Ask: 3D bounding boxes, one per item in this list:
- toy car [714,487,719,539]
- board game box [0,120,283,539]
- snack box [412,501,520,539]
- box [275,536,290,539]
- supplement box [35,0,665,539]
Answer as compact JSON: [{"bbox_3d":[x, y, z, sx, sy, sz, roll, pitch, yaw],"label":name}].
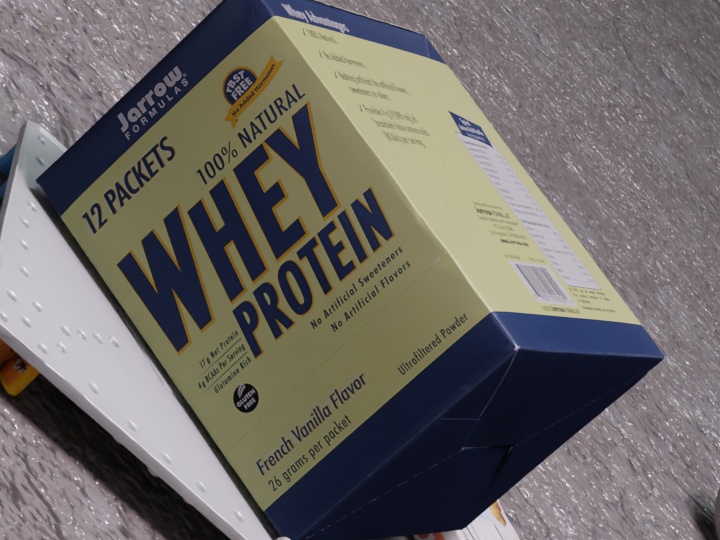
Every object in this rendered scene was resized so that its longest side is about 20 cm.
[{"bbox_3d":[0.322,0.190,1.768,0.200,0.174,0.151,28,61,-50],"label":"toy car"},{"bbox_3d":[-0.087,0.044,1.244,0.200,0.026,0.200,43,17,-18],"label":"board game box"},{"bbox_3d":[0.037,0.103,1.425,0.072,0.024,0.201,24,29,-52],"label":"snack box"},{"bbox_3d":[-0.043,0.173,0.977,0.068,0.082,0.200,46,18,-10],"label":"box"},{"bbox_3d":[0.000,0.000,1.281,0.200,0.134,0.200,54,17,17],"label":"supplement box"}]
